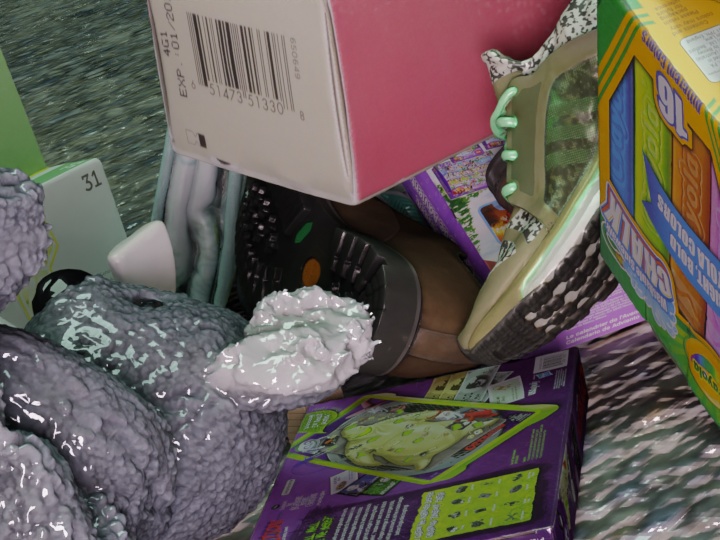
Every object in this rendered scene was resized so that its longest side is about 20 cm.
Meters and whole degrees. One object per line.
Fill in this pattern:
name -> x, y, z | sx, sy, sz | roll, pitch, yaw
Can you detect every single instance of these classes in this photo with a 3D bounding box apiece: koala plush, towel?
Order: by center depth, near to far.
koala plush -> -0.101, 0.066, 0.896 | 0.200, 0.184, 0.177 | -13, -24, -48
towel -> -0.071, -0.076, 1.311 | 0.048, 0.200, 0.171 | 12, 16, 2

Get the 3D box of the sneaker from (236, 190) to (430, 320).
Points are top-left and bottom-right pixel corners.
sneaker -> 0.036, -0.005, 1.211 | 0.200, 0.075, 0.088 | -17, -10, -8

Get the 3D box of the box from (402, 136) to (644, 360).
box -> 0.132, -0.045, 1.138 | 0.200, 0.039, 0.137 | -19, 48, -13

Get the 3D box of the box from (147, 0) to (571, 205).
box -> 0.019, -0.123, 1.107 | 0.200, 0.109, 0.128 | -28, 31, -37

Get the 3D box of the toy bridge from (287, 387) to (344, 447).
toy bridge -> -0.087, 0.046, 1.107 | 0.200, 0.067, 0.027 | -3, 19, 42

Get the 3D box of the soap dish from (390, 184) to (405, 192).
soap dish -> -0.005, -0.087, 1.330 | 0.081, 0.158, 0.200 | 10, 15, -3

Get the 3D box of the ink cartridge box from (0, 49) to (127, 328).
ink cartridge box -> -0.192, -0.029, 1.231 | 0.048, 0.200, 0.145 | -6, 17, 40

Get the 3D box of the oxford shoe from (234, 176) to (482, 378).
oxford shoe -> 0.000, 0.000, 1.096 | 0.084, 0.073, 0.200 | 12, 20, -28

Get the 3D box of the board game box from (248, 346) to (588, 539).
board game box -> 0.024, 0.082, 0.932 | 0.120, 0.032, 0.200 | -9, 15, 10

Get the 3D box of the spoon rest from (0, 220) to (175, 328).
spoon rest -> -0.160, 0.033, 1.039 | 0.200, 0.061, 0.099 | -14, 15, 32

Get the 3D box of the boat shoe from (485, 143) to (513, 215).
boat shoe -> 0.138, -0.089, 1.088 | 0.200, 0.073, 0.065 | -38, 52, -14

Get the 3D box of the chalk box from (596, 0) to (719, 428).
chalk box -> 0.169, -0.023, 0.915 | 0.125, 0.200, 0.124 | -21, 48, -12

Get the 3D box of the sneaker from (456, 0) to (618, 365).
sneaker -> 0.083, -0.055, 1.016 | 0.089, 0.200, 0.077 | 28, -6, 24
